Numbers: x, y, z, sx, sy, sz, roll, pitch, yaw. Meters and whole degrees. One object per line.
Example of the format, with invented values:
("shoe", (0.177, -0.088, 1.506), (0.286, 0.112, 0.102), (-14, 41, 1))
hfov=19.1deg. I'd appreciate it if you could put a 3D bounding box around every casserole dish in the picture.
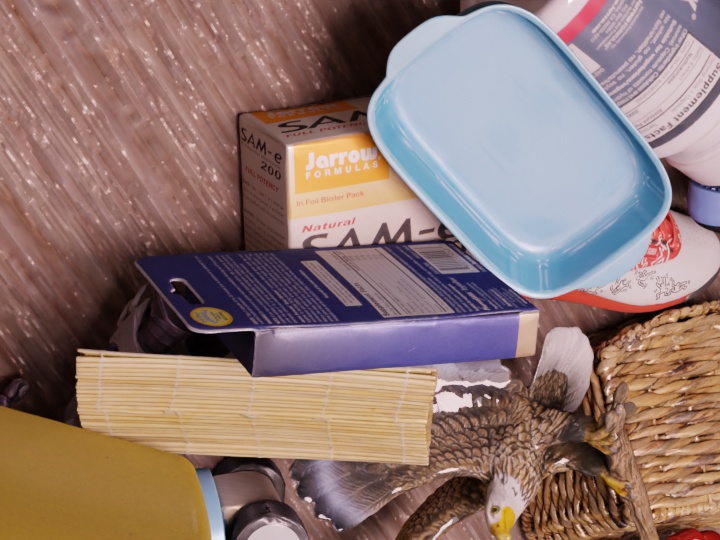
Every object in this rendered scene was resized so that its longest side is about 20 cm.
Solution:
("casserole dish", (0.090, -0.072, 1.224), (0.121, 0.039, 0.200), (-37, 115, 16))

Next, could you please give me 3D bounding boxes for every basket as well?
("basket", (0.211, 0.102, 1.446), (0.198, 0.149, 0.144), (-5, 78, -25))

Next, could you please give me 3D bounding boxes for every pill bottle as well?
("pill bottle", (0.167, -0.138, 1.298), (0.199, 0.120, 0.120), (32, 93, -33))

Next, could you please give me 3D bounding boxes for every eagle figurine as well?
("eagle figurine", (0.067, 0.120, 1.280), (0.198, 0.151, 0.153), (-11, 86, 12))

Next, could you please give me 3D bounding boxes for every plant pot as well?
("plant pot", (-0.180, 0.188, 1.156), (0.198, 0.177, 0.201), (15, 122, -3))

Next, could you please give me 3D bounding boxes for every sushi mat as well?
("sushi mat", (-0.057, 0.076, 1.184), (0.198, 0.012, 0.096), (3, 145, -2))

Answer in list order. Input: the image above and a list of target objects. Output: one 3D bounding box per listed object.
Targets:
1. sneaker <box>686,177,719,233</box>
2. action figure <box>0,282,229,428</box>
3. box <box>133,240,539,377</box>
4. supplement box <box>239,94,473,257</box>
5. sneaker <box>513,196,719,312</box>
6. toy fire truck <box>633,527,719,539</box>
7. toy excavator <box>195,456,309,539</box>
("sneaker", (0.284, -0.023, 1.414), (0.199, 0.070, 0.079), (0, 107, -40))
("action figure", (-0.156, 0.095, 1.259), (0.200, 0.069, 0.130), (-47, 130, 11))
("box", (-0.017, 0.020, 1.180), (0.198, 0.121, 0.033), (-2, 110, -22))
("supplement box", (0.000, 0.000, 1.294), (0.125, 0.073, 0.202), (-12, 114, -23))
("sneaker", (0.160, -0.030, 1.341), (0.200, 0.068, 0.108), (0, 147, -24))
("toy fire truck", (0.228, 0.259, 1.471), (0.199, 0.129, 0.176), (-14, 150, -46))
("toy excavator", (-0.134, 0.220, 1.312), (0.198, 0.100, 0.196), (-6, 110, -10))
